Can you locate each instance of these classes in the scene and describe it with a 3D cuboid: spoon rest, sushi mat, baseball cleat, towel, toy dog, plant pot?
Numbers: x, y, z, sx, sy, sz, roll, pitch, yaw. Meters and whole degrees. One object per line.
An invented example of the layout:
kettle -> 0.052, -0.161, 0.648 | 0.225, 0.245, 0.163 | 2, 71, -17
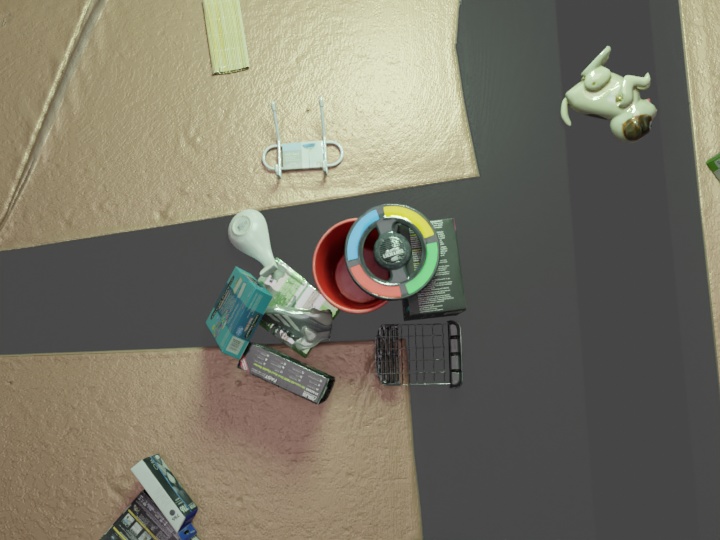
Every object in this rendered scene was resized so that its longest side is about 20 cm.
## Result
spoon rest -> -0.245, -0.061, 1.528 | 0.099, 0.061, 0.201 | -36, 59, 5
sushi mat -> -0.335, -0.587, 1.634 | 0.095, 0.012, 0.202 | -10, 82, 1
baseball cleat -> -0.163, 0.127, 1.480 | 0.198, 0.070, 0.108 | 4, 85, 4
towel -> -0.164, 0.086, 1.533 | 0.199, 0.031, 0.150 | 37, 89, 5
toy dog -> 0.577, -0.378, 1.492 | 0.200, 0.139, 0.194 | 44, 100, 8
plant pot -> 0.000, 0.000, 1.455 | 0.198, 0.177, 0.203 | -1, 83, 4

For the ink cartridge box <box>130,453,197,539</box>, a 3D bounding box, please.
ink cartridge box -> -0.421, 0.501, 1.456 | 0.039, 0.099, 0.200 | -38, 83, -3

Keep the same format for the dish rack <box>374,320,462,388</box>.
dish rack -> 0.132, 0.190, 1.487 | 0.198, 0.055, 0.155 | -2, 81, 5

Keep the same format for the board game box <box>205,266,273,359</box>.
board game box -> -0.270, 0.088, 1.447 | 0.047, 0.200, 0.152 | 28, 91, -26

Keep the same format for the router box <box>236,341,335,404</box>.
router box -> -0.160, 0.225, 1.450 | 0.199, 0.150, 0.063 | 24, 84, 7

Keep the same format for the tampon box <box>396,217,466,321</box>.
tampon box -> 0.151, 0.001, 1.457 | 0.125, 0.150, 0.202 | -6, 82, -1

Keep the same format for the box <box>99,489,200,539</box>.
box -> -0.466, 0.619, 1.469 | 0.200, 0.049, 0.161 | 40, 85, 7

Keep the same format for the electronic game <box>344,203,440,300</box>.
electronic game -> 0.065, -0.038, 1.347 | 0.198, 0.042, 0.202 | 0, 83, 3

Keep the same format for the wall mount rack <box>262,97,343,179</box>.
wall mount rack -> -0.142, -0.308, 1.555 | 0.198, 0.075, 0.176 | -4, 82, 2

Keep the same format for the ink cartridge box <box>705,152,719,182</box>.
ink cartridge box -> 0.910, -0.211, 1.479 | 0.147, 0.076, 0.201 | -32, 83, -2
